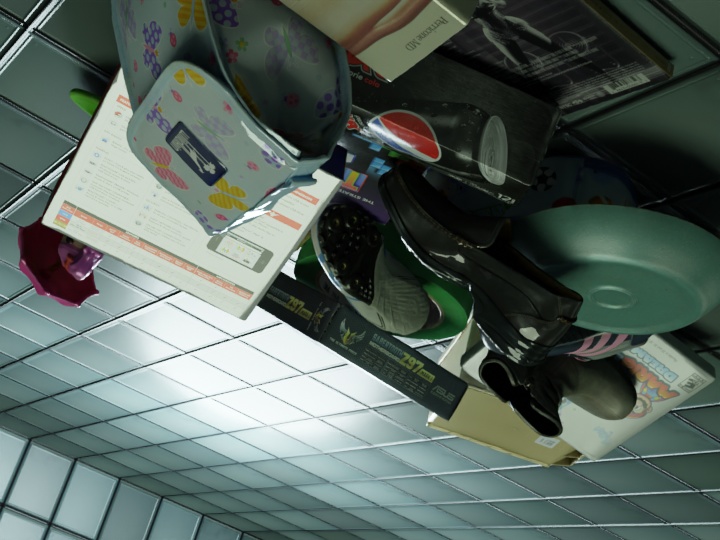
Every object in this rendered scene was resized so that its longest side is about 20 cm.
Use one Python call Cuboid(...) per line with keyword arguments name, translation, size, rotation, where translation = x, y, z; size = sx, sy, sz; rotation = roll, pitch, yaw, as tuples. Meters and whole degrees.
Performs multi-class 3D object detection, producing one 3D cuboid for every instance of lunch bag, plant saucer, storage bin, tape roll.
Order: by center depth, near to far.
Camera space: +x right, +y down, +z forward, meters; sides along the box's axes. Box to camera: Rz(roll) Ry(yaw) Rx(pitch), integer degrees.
Cuboid(name="lunch bag", translation=(-0.094, -0.139, 0.819), size=(0.126, 0.202, 0.169), rotation=(-10, 173, -29))
Cuboid(name="plant saucer", translation=(0.212, 0.009, 0.979), size=(0.198, 0.036, 0.200), rotation=(11, 155, 5))
Cuboid(name="lunch bag", translation=(0.148, -0.038, 1.049), size=(0.198, 0.076, 0.160), rotation=(6, 156, 25))
Cuboid(name="tape roll", translation=(0.027, 0.011, 1.279), size=(0.198, 0.049, 0.201), rotation=(15, 156, 7))
Cuboid(name="storage bin", translation=(0.195, 0.149, 1.404), size=(0.197, 0.095, 0.200), rotation=(18, 157, -1))

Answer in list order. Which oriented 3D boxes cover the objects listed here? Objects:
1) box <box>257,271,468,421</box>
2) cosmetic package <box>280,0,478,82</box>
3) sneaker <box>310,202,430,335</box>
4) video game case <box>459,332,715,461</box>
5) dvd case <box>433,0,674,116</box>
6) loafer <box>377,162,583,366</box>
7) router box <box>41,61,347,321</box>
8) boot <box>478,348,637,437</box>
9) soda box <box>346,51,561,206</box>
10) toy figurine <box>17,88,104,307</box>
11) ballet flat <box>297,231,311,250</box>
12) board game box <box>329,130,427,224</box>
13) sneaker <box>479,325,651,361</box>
Cuboid(name="box", translation=(0.000, 0.079, 1.263), size=(0.199, 0.051, 0.157), rotation=(33, 176, -32))
Cuboid(name="cosmetic package", translation=(-0.021, -0.221, 0.726), size=(0.199, 0.088, 0.103), rotation=(32, 152, -17))
Cuboid(name="sneaker", translation=(0.000, 0.000, 1.126), size=(0.072, 0.072, 0.200), rotation=(20, 162, 37))
Cuboid(name="video game case", translation=(0.236, 0.102, 1.230), size=(0.199, 0.024, 0.182), rotation=(35, 127, -15))
Cuboid(name="dvd case", translation=(0.106, -0.177, 0.845), size=(0.199, 0.016, 0.148), rotation=(31, 155, -29))
Cuboid(name="loafer", translation=(0.097, -0.019, 0.949), size=(0.200, 0.073, 0.072), rotation=(46, 120, 7))
Cuboid(name="router box", translation=(-0.139, -0.070, 0.977), size=(0.199, 0.049, 0.180), rotation=(27, 125, -17))
Cuboid(name="boot", translation=(0.191, 0.119, 1.154), size=(0.199, 0.131, 0.068), rotation=(38, 127, -17))
Cuboid(name="soda box", translation=(0.048, -0.125, 0.898), size=(0.198, 0.071, 0.063), rotation=(24, 168, 2))
Cuboid(name="toy figurine", translation=(-0.242, -0.052, 1.096), size=(0.150, 0.185, 0.199), rotation=(32, 172, -29))
Cuboid(name="ballet flat", translation=(-0.088, -0.072, 1.138), size=(0.070, 0.071, 0.200), rotation=(9, 167, 21))
Cuboid(name="board game box", translation=(-0.039, -0.126, 1.014), size=(0.198, 0.057, 0.165), rotation=(21, 156, -7))
Cuboid(name="sneaker", translation=(0.198, 0.062, 1.107), size=(0.198, 0.071, 0.082), rotation=(-6, 140, -19))
